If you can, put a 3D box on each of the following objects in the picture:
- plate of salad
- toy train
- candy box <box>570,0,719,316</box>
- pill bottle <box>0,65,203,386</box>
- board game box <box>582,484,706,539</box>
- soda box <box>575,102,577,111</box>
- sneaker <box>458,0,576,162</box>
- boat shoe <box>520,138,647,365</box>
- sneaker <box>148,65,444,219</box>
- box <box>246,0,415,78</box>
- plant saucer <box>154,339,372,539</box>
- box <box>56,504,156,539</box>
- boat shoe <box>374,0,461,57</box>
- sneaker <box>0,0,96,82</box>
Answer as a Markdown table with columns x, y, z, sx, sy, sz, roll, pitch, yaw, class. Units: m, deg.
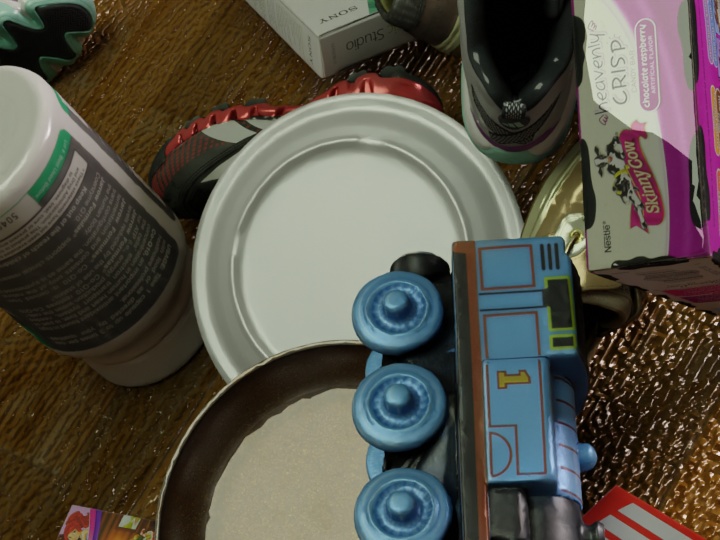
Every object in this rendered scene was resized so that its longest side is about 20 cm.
| x | y | z | sx | sy | sz | roll | pitch | yaw | class |
| --- | --- | --- | --- | --- | --- | --- | --- | --- | --- |
| 0.000 | 0.000 | 1.145 | 0.199 | 0.048 | 0.201 | -3 | 82 | 18 | plate of salad |
| 0.056 | 0.077 | 0.966 | 0.114 | 0.087 | 0.201 | -5 | 58 | 6 | toy train |
| 0.164 | -0.056 | 0.970 | 0.061 | 0.200 | 0.137 | -7 | 79 | 26 | candy box |
| -0.173 | -0.019 | 1.188 | 0.113 | 0.200 | 0.114 | -17 | 50 | 22 | pill bottle |
| 0.124 | 0.192 | 0.898 | 0.151 | 0.046 | 0.200 | -42 | 27 | -12 | board game box |
| 0.185 | -0.176 | 1.162 | 0.200 | 0.064 | 0.068 | -48 | 46 | -7 | soda box |
| 0.090 | -0.166 | 1.047 | 0.077 | 0.140 | 0.201 | 0 | 79 | 4 | sneaker |
| 0.117 | 0.010 | 1.073 | 0.066 | 0.074 | 0.201 | 25 | 84 | 38 | boat shoe |
| -0.046 | -0.056 | 1.221 | 0.200 | 0.071 | 0.098 | -12 | 51 | 24 | sneaker |
| -0.010 | -0.206 | 1.292 | 0.144 | 0.036 | 0.200 | -24 | 45 | -18 | box |
| -0.008 | 0.137 | 1.044 | 0.199 | 0.032 | 0.201 | -3 | 78 | 14 | plant saucer |
| -0.138 | 0.233 | 1.096 | 0.136 | 0.039 | 0.201 | 4 | 62 | 35 | box |
| 0.026 | -0.204 | 1.193 | 0.072 | 0.066 | 0.201 | -55 | 33 | 33 | boat shoe |
| -0.285 | -0.183 | 1.463 | 0.199 | 0.078 | 0.140 | -27 | 49 | 14 | sneaker |
